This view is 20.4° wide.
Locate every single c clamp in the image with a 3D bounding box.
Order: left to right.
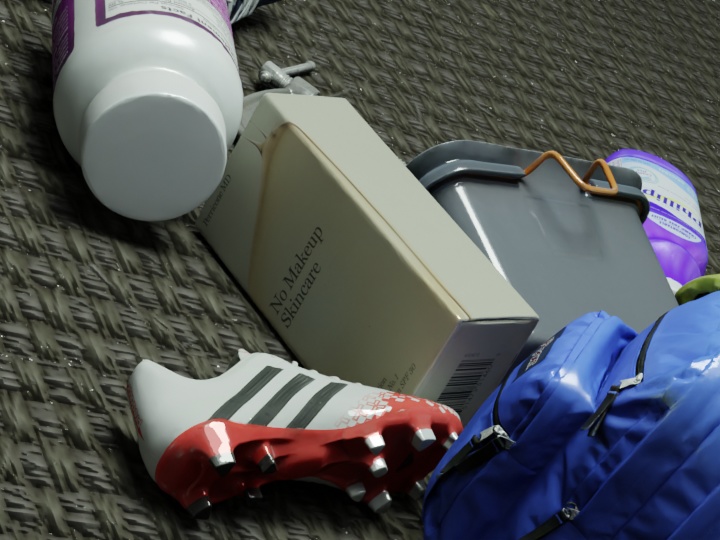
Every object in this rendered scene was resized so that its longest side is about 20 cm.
[{"bbox_3d":[-0.004,-0.081,1.357,0.200,0.027,0.170,40,27,18],"label":"c clamp"}]

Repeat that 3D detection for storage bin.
[{"bbox_3d":[0.112,0.014,1.209,0.199,0.146,0.135,6,46,-41],"label":"storage bin"}]

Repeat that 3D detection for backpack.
[{"bbox_3d":[0.140,0.103,0.970,0.168,0.200,0.163,42,28,-3],"label":"backpack"}]

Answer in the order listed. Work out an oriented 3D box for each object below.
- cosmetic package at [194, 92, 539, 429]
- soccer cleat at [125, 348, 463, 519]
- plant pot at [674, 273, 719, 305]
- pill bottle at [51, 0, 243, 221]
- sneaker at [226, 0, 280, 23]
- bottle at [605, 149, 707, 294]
[{"bbox_3d":[0.000,0.000,1.136,0.073,0.104,0.200,0,39,-46],"label":"cosmetic package"},{"bbox_3d":[-0.030,0.076,1.015,0.199,0.069,0.085,-1,44,-40],"label":"soccer cleat"},{"bbox_3d":[0.288,0.071,1.256,0.182,0.202,0.201,0,38,-27],"label":"plant pot"},{"bbox_3d":[-0.127,-0.116,1.190,0.111,0.113,0.201,20,29,-21],"label":"pill bottle"},{"bbox_3d":[-0.097,-0.190,1.395,0.199,0.071,0.109,-5,39,-41],"label":"sneaker"},{"bbox_3d":[0.205,-0.016,1.424,0.083,0.066,0.200,26,27,-8],"label":"bottle"}]
